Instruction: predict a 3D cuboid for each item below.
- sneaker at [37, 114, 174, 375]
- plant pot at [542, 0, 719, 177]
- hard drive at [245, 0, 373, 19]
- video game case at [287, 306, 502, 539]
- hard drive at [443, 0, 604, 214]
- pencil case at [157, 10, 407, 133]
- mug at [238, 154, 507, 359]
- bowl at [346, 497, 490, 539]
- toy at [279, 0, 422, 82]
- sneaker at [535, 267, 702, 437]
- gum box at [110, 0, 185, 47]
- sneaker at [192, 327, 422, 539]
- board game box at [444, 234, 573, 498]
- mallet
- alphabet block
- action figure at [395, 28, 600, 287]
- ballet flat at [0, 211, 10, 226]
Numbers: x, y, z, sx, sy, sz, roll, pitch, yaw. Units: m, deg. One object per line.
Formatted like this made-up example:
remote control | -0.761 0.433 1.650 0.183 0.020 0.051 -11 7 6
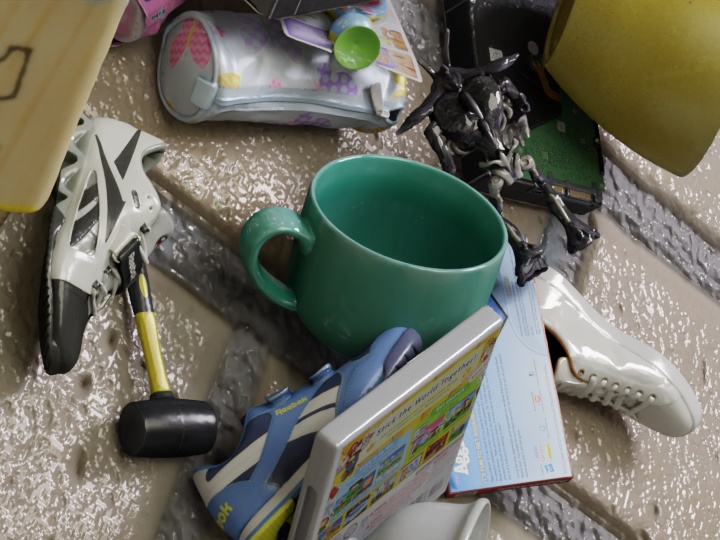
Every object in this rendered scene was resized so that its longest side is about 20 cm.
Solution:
sneaker | -0.174 -0.019 1.504 0.088 0.074 0.201 10 63 -8
plant pot | 0.234 -0.196 1.811 0.141 0.200 0.201 19 57 -6
hard drive | -0.037 -0.252 1.635 0.199 0.038 0.140 -18 53 -46
video game case | 0.018 0.137 1.554 0.023 0.183 0.200 34 43 22
hard drive | 0.139 -0.155 1.858 0.139 0.038 0.201 10 64 -37
pencil case | -0.058 -0.149 1.668 0.199 0.083 0.091 2 53 -39
mug | 0.007 -0.003 1.629 0.184 0.115 0.152 20 33 5
bowl | 0.021 0.244 1.523 0.090 0.202 0.202 16 53 10
toy | -0.014 -0.222 1.684 0.115 0.047 0.200 16 31 -21
sneaker | 0.187 0.087 1.785 0.200 0.073 0.085 38 53 -7
gum box | -0.190 -0.272 1.623 0.201 0.066 0.113 56 46 -6
sneaker | -0.036 0.107 1.536 0.082 0.074 0.200 38 76 23
board game box | 0.099 0.074 1.717 0.102 0.019 0.201 -6 73 -14
mallet | -0.159 0.039 1.538 0.066 0.041 0.201 -8 71 -39
alphabet block | -0.271 -0.178 1.368 0.195 0.200 0.196 8 45 -23
action figure | 0.099 -0.088 1.715 0.119 0.102 0.201 -32 90 -14
ballet flat | -0.241 -0.104 1.507 0.070 0.065 0.201 34 53 -24
